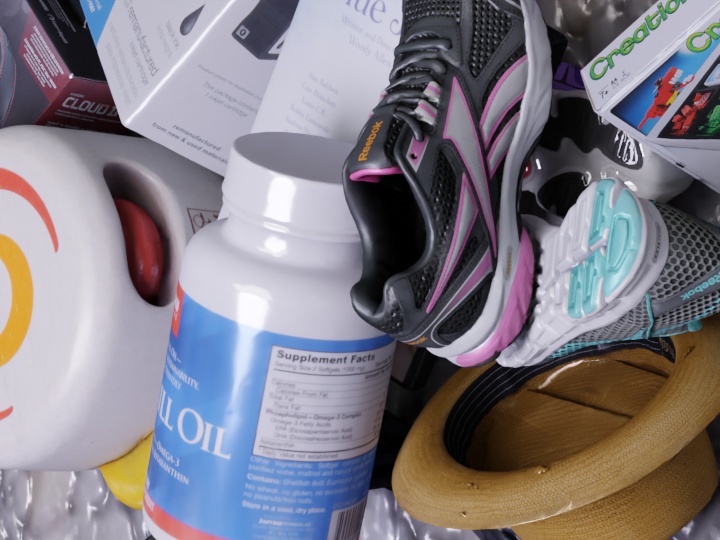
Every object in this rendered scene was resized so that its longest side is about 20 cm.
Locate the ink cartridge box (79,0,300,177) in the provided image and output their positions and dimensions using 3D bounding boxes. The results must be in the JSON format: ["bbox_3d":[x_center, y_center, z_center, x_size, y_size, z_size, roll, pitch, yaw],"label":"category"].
[{"bbox_3d":[-0.051,-0.173,1.574,0.200,0.084,0.145,-47,39,22],"label":"ink cartridge box"}]

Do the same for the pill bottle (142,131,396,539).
[{"bbox_3d":[-0.039,0.039,1.453,0.112,0.112,0.201,23,111,35],"label":"pill bottle"}]

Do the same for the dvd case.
[{"bbox_3d":[0.009,-0.060,1.481,0.142,0.018,0.201,33,115,26],"label":"dvd case"}]

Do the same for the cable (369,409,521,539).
[{"bbox_3d":[0.014,0.168,1.516,0.200,0.051,0.163,34,87,25],"label":"cable"}]

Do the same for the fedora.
[{"bbox_3d":[0.111,0.087,1.435,0.200,0.201,0.082,-15,115,33],"label":"fedora"}]

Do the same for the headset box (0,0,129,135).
[{"bbox_3d":[-0.215,-0.104,1.706,0.200,0.075,0.149,-47,58,25],"label":"headset box"}]

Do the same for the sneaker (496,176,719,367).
[{"bbox_3d":[0.122,0.010,1.394,0.200,0.091,0.078,161,116,-72],"label":"sneaker"}]

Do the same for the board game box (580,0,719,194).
[{"bbox_3d":[0.216,-0.118,1.375,0.200,0.126,0.035,-41,40,24],"label":"board game box"}]

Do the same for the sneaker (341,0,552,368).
[{"bbox_3d":[0.034,-0.060,1.374,0.080,0.086,0.201,-16,71,44],"label":"sneaker"}]

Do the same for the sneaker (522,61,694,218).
[{"bbox_3d":[0.080,-0.079,1.492,0.200,0.083,0.081,30,114,26],"label":"sneaker"}]

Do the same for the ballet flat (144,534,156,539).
[{"bbox_3d":[-0.081,0.228,1.578,0.201,0.068,0.068,70,154,19],"label":"ballet flat"}]

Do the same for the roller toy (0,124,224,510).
[{"bbox_3d":[-0.145,0.018,1.611,0.200,0.139,0.183,30,108,44],"label":"roller toy"}]
